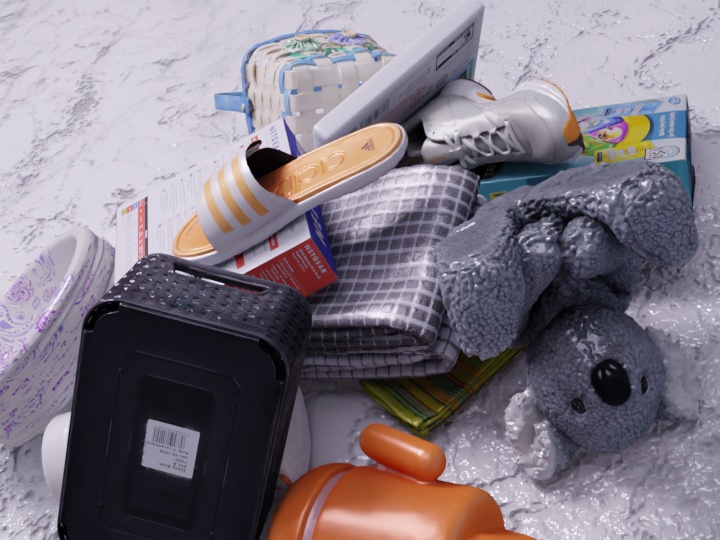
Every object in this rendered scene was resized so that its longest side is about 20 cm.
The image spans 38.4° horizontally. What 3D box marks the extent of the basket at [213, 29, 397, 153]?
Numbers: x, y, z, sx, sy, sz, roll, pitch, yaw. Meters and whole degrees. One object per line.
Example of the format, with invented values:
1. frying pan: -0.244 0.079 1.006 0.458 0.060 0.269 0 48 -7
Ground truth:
1. basket: -0.045 -0.181 1.085 0.175 0.140 0.200 -11 11 -24

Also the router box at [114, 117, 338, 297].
1. router box: -0.120 -0.024 0.870 0.179 0.049 0.200 -27 36 9

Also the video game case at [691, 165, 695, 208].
1. video game case: 0.186 -0.047 0.903 0.199 0.019 0.143 -5 28 23

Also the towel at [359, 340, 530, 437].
1. towel: 0.095 0.051 0.866 0.200 0.018 0.086 -40 44 -16

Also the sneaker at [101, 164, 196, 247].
1. sneaker: -0.168 -0.030 1.044 0.146 0.077 0.202 -38 42 -10

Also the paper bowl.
1. paper bowl: -0.274 0.067 0.944 0.200 0.104 0.201 -40 26 24

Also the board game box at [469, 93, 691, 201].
1. board game box: 0.193 -0.098 0.928 0.199 0.047 0.151 -5 27 20

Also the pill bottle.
1. pill bottle: -0.149 0.137 0.837 0.199 0.111 0.111 -14 42 13

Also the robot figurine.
1. robot figurine: 0.021 0.192 0.695 0.199 0.145 0.117 4 33 30

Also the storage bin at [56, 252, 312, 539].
1. storage bin: -0.120 0.105 0.712 0.134 0.201 0.094 14 22 3

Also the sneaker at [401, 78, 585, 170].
1. sneaker: 0.105 -0.111 0.880 0.092 0.076 0.200 -34 23 -19

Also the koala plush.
1. koala plush: 0.157 0.041 0.741 0.177 0.201 0.184 -26 10 -1

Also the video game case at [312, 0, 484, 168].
1. video game case: 0.035 -0.136 0.963 0.024 0.182 0.200 41 70 18

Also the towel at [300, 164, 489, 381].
1. towel: 0.000 0.000 0.861 0.199 0.086 0.166 -4 55 33

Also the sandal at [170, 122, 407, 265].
1. sandal: -0.066 -0.076 0.794 0.206 0.059 0.079 -27 36 9
